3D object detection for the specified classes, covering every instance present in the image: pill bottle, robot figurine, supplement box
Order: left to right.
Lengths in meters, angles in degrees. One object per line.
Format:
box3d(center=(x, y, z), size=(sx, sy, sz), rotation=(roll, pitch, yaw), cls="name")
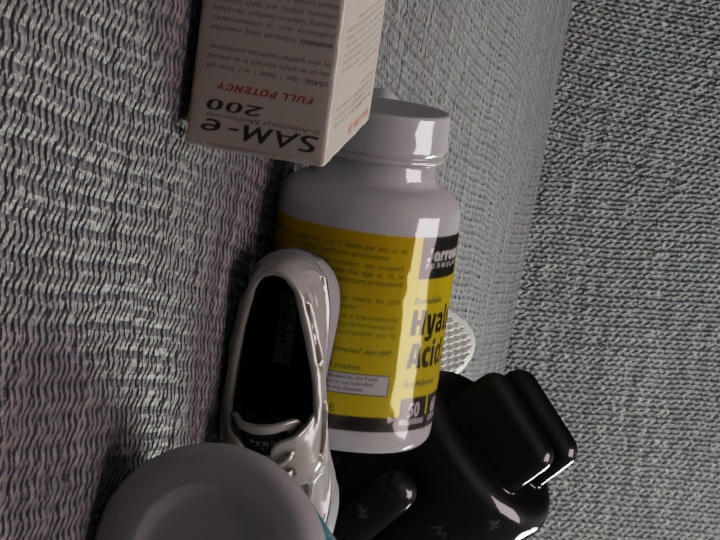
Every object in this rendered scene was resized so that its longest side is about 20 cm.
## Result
box3d(center=(-0.063, 0.156, 1.232), size=(0.200, 0.111, 0.111), rotation=(70, 32, -75), cls="pill bottle")
box3d(center=(-0.027, -0.163, 1.208), size=(0.126, 0.074, 0.200), rotation=(-52, 151, -74), cls="supplement box")
box3d(center=(0.000, 0.000, 1.471), size=(0.111, 0.111, 0.200), rotation=(-45, 143, -76), cls="pill bottle")
box3d(center=(0.041, 0.146, 1.579), size=(0.150, 0.200, 0.125), rotation=(38, 26, -33), cls="robot figurine")

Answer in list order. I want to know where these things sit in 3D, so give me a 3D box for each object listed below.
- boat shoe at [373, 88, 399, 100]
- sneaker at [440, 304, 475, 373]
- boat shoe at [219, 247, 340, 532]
box3d(center=(0.026, -0.050, 1.714), size=(0.200, 0.074, 0.067), rotation=(84, 20, -60), cls="boat shoe")
box3d(center=(-0.008, -0.007, 1.618), size=(0.073, 0.114, 0.200), rotation=(-38, 140, -1), cls="sneaker")
box3d(center=(-0.048, 0.089, 1.405), size=(0.066, 0.072, 0.200), rotation=(-30, 129, -73), cls="boat shoe")
